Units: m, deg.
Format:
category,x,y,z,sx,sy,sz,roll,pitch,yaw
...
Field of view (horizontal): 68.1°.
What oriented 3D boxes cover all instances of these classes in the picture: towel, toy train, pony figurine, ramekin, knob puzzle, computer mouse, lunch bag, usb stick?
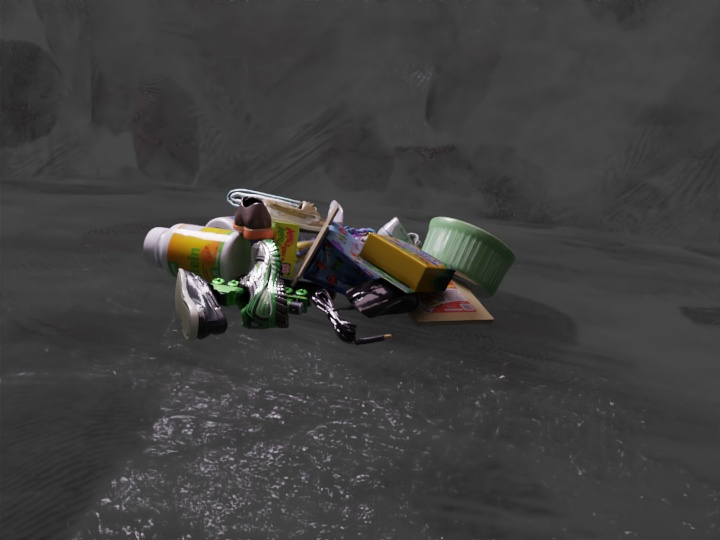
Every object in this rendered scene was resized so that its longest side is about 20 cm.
category,x,y,z,sx,sy,sz,roll,pitch,yaw
towel,-0.212,-0.152,1.332,0.197,0.049,0.171,14,-3,11
toy train,-0.184,0.049,0.946,0.196,0.042,0.057,7,22,8
pony figurine,-0.067,-0.064,1.302,0.198,0.169,0.192,-20,28,-25
ramekin,0.220,-0.022,1.140,0.198,0.099,0.200,27,-7,4
knob puzzle,0.132,0.045,1.030,0.216,0.031,0.221,14,30,-8
computer mouse,0.031,0.058,0.879,0.197,0.047,0.141,-4,35,-28
lunch bag,0.000,0.000,1.054,0.198,0.095,0.151,29,17,-7
usb stick,-0.146,0.033,1.047,0.196,0.033,0.055,6,6,4

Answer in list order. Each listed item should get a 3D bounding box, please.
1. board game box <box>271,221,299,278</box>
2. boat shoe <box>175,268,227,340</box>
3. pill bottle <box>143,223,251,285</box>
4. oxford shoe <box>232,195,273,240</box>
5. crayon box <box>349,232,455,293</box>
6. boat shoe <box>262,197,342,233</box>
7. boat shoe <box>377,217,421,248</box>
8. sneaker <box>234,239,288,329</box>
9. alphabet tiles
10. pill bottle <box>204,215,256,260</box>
category,x,y,z,sx,sy,sz,roll,pitch,yaw
board game box,-0.166,-0.038,1.090,0.047,0.104,0.200,7,-2,-14
boat shoe,-0.250,0.049,0.834,0.065,0.076,0.199,2,13,-26
pill bottle,-0.332,-0.034,1.082,0.197,0.113,0.111,8,13,15
oxford shoe,-0.208,-0.110,1.038,0.070,0.074,0.200,-6,15,-23
crayon box,0.082,-0.013,0.953,0.125,0.052,0.199,32,13,23
boat shoe,-0.125,-0.118,1.167,0.197,0.068,0.074,6,0,-29
boat shoe,0.120,-0.058,1.303,0.199,0.067,0.074,36,13,-50
sneaker,-0.170,0.016,0.893,0.084,0.079,0.201,-5,38,-11
alphabet tiles,-0.084,-0.047,0.988,0.007,0.169,0.200,30,7,-7
pill bottle,-0.283,-0.080,1.307,0.109,0.113,0.199,10,13,23
